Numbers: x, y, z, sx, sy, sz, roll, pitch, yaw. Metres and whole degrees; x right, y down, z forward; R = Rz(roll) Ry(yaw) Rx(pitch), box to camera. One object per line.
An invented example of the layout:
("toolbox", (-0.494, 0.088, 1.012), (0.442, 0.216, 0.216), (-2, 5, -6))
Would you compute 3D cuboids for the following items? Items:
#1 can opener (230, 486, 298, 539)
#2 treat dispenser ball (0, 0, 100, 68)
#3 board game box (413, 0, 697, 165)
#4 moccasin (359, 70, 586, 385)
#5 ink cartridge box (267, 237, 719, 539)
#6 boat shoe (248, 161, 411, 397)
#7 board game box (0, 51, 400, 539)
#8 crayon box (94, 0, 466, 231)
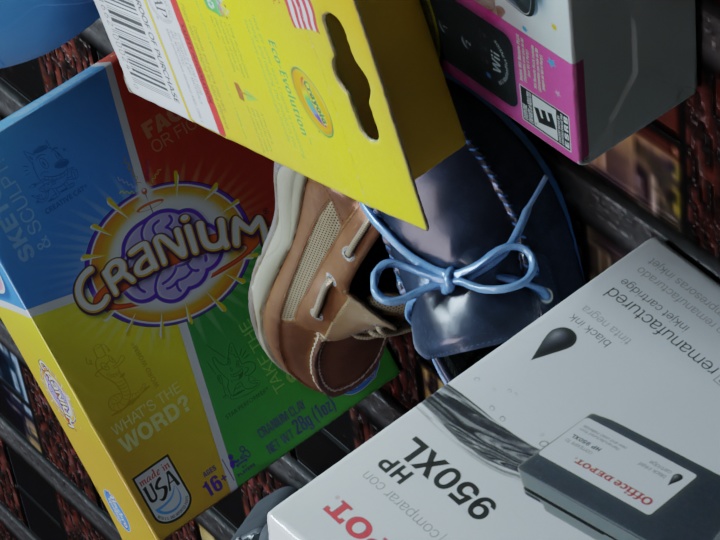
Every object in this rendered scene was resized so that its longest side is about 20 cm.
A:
("can opener", (-0.032, 0.145, 1.429), (0.053, 0.067, 0.200), (58, -170, -3))
("treat dispenser ball", (-0.172, -0.182, 1.163), (0.201, 0.200, 0.201), (43, 153, 28))
("board game box", (0.029, -0.150, 0.994), (0.200, 0.064, 0.148), (40, 151, 36))
("moccasin", (0.056, 0.012, 1.117), (0.080, 0.068, 0.200), (-17, 116, 32))
("ink cartridge box", (0.086, 0.101, 1.026), (0.144, 0.200, 0.084), (39, 151, 33))
("boat shoe", (0.000, 0.000, 1.224), (0.072, 0.076, 0.200), (43, 154, 23))
("board game box", (-0.091, 0.002, 1.300), (0.201, 0.153, 0.040), (61, 154, -12))
("crayon box", (-0.035, -0.102, 1.036), (0.200, 0.051, 0.127), (28, 146, 49))
